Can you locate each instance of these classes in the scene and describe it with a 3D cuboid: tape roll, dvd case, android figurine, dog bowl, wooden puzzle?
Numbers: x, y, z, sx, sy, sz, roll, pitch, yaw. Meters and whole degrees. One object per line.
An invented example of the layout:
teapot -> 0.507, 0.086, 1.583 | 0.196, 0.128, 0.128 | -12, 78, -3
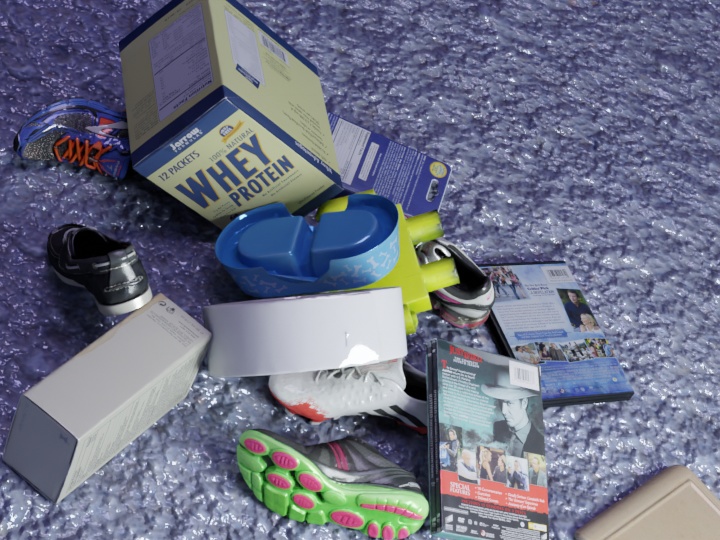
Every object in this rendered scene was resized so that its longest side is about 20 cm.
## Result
tape roll -> -0.054, 0.060, 1.652 | 0.202, 0.202, 0.071 | -5, 90, -30
dvd case -> 0.213, 0.070, 1.910 | 0.142, 0.018, 0.201 | -2, 51, -28
android figurine -> 0.000, 0.000, 1.795 | 0.199, 0.041, 0.183 | -14, 61, 0
dog bowl -> -0.051, -0.023, 1.744 | 0.199, 0.050, 0.112 | -5, 37, 16
wooden puzzle -> 0.342, 0.307, 1.735 | 0.185, 0.037, 0.200 | -24, 58, -40
dvd case -> 0.129, 0.178, 1.687 | 0.146, 0.022, 0.201 | 15, 64, -34

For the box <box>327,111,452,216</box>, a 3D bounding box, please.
box -> 0.004, -0.119, 1.980 | 0.199, 0.032, 0.121 | 23, 43, -2

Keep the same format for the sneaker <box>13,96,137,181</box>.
sneaker -> -0.280, -0.138, 1.828 | 0.199, 0.075, 0.079 | -4, 53, -28

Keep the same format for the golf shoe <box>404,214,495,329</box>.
golf shoe -> 0.069, -0.021, 1.865 | 0.200, 0.092, 0.073 | 35, 65, 11

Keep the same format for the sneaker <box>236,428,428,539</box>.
sneaker -> -0.030, 0.201, 1.630 | 0.199, 0.077, 0.084 | 23, 29, -14

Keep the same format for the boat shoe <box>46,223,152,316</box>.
boat shoe -> -0.265, -0.018, 1.663 | 0.072, 0.068, 0.200 | -29, 28, -18

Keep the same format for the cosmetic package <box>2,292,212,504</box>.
cosmetic package -> -0.236, 0.118, 1.574 | 0.073, 0.104, 0.200 | 38, 42, 13

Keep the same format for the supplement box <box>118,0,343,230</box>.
supplement box -> -0.142, -0.169, 1.821 | 0.200, 0.134, 0.200 | 35, 31, -41

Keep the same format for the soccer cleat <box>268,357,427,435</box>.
soccer cleat -> 0.006, 0.117, 1.709 | 0.199, 0.085, 0.069 | 12, 44, -17
